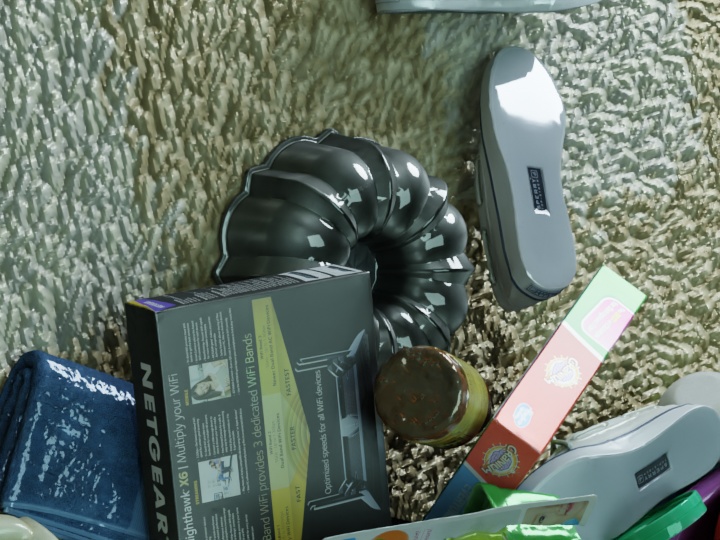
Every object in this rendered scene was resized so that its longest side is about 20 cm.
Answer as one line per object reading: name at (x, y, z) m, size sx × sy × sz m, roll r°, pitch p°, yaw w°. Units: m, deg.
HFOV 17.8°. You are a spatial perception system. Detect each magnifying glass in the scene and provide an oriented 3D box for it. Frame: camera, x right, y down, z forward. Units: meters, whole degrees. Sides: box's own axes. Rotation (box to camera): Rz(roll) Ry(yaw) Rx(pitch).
magnifying glass at (0.201, 0.195, 1.693) m, size 0.080 × 0.200 × 0.022 m, roll -31°, pitch 87°, yaw -13°

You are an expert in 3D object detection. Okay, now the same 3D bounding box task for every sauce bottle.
sauce bottle at (0.057, 0.090, 1.559) m, size 0.200 × 0.066 × 0.066 m, roll 30°, pitch 68°, yaw -75°

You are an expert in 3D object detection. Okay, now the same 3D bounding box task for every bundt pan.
bundt pan at (0.000, 0.000, 1.607) m, size 0.202 × 0.076 × 0.202 m, roll 0°, pitch 90°, yaw -37°

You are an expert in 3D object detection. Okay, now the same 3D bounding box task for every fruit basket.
fruit basket at (0.046, 0.221, 1.503) m, size 0.200 × 0.094 × 0.185 m, roll -11°, pitch 141°, yaw -29°

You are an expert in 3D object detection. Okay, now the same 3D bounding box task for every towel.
towel at (-0.153, 0.133, 1.510) m, size 0.200 × 0.048 × 0.112 m, roll 26°, pitch 75°, yaw -34°

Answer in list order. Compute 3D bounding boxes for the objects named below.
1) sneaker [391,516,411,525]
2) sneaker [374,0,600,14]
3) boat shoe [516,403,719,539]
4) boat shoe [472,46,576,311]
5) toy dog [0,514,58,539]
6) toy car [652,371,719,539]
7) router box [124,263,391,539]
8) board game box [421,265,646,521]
sneaker at (-0.015, 0.254, 1.605) m, size 0.114 × 0.075 × 0.200 m, roll 32°, pitch 71°, yaw -27°
sneaker at (0.098, -0.223, 1.678) m, size 0.200 × 0.073 × 0.071 m, roll -5°, pitch 97°, yaw -37°
boat shoe at (0.167, 0.143, 1.669) m, size 0.202 × 0.086 × 0.075 m, roll -26°, pitch 109°, yaw -33°
boat shoe at (0.110, -0.067, 1.694) m, size 0.073 × 0.065 × 0.200 m, roll 14°, pitch 62°, yaw -29°
toy dog at (-0.216, 0.265, 1.404) m, size 0.200 × 0.139 × 0.194 m, roll -55°, pitch 137°, yaw -11°
toy car at (0.287, 0.190, 1.754) m, size 0.150 × 0.200 × 0.175 m, roll -43°, pitch 135°, yaw -23°
router box at (-0.064, 0.107, 1.499) m, size 0.157 × 0.052 × 0.201 m, roll -10°, pitch 101°, yaw -29°
board game box at (0.117, 0.105, 1.618) m, size 0.040 × 0.153 × 0.200 m, roll 35°, pitch 43°, yaw 5°
